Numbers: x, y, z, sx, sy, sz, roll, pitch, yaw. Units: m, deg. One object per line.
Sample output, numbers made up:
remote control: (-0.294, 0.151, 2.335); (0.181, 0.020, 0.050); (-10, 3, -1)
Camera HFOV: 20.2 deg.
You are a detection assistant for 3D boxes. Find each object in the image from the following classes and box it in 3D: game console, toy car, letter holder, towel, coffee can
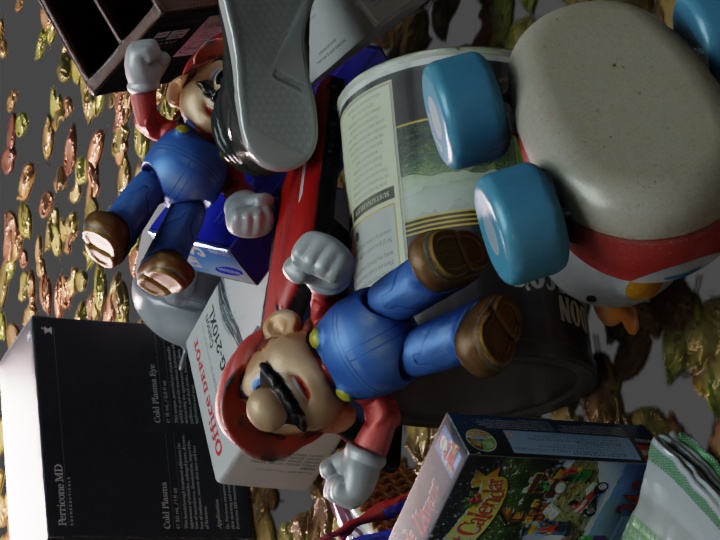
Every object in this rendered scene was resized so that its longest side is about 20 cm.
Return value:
game console: (0.000, 0.000, 1.347); (0.201, 0.118, 0.173); (-86, 14, -51)
toy car: (0.148, -0.030, 1.128); (0.201, 0.183, 0.177); (81, 170, -47)
letter holder: (-0.140, -0.229, 1.523); (0.101, 0.200, 0.143); (-42, 74, 38)
towel: (0.175, 0.209, 1.129); (0.149, 0.031, 0.201); (51, 130, 55)
coffee can: (0.064, -0.018, 1.261); (0.146, 0.146, 0.201); (-38, 53, 55)

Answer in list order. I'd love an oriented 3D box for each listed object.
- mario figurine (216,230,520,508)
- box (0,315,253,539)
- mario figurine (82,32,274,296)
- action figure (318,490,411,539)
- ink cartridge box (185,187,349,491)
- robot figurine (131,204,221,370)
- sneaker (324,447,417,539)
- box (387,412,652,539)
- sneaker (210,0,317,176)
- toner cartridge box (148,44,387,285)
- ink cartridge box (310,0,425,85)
mario figurine: (-0.012, 0.057, 1.123); (0.200, 0.106, 0.124); (-30, 55, 38)
box: (-0.203, 0.152, 1.721); (0.104, 0.181, 0.201); (-45, 46, 52)
mario figurine: (-0.115, -0.090, 1.401); (0.106, 0.124, 0.201); (1, 56, 39)
action figure: (0.013, 0.184, 1.289); (0.052, 0.200, 0.066); (-41, 77, 44)
ink cartridge box: (-0.053, 0.053, 1.548); (0.200, 0.084, 0.145); (-59, 36, 40)
robot figurine: (-0.126, -0.020, 1.674); (0.170, 0.112, 0.201); (-38, -38, -71)
sneaker: (0.015, 0.206, 1.398); (0.090, 0.075, 0.200); (-68, 30, 26)
box: (0.081, 0.175, 1.204); (0.201, 0.136, 0.038); (-68, 32, 31)
sneaker: (-0.069, -0.153, 1.329); (0.099, 0.070, 0.201); (146, 123, -70)
toner cartridge box: (-0.061, -0.084, 1.489); (0.095, 0.043, 0.200); (12, 58, 45)
ink cartridge box: (-0.034, -0.256, 1.416); (0.200, 0.128, 0.125); (53, 149, -2)
